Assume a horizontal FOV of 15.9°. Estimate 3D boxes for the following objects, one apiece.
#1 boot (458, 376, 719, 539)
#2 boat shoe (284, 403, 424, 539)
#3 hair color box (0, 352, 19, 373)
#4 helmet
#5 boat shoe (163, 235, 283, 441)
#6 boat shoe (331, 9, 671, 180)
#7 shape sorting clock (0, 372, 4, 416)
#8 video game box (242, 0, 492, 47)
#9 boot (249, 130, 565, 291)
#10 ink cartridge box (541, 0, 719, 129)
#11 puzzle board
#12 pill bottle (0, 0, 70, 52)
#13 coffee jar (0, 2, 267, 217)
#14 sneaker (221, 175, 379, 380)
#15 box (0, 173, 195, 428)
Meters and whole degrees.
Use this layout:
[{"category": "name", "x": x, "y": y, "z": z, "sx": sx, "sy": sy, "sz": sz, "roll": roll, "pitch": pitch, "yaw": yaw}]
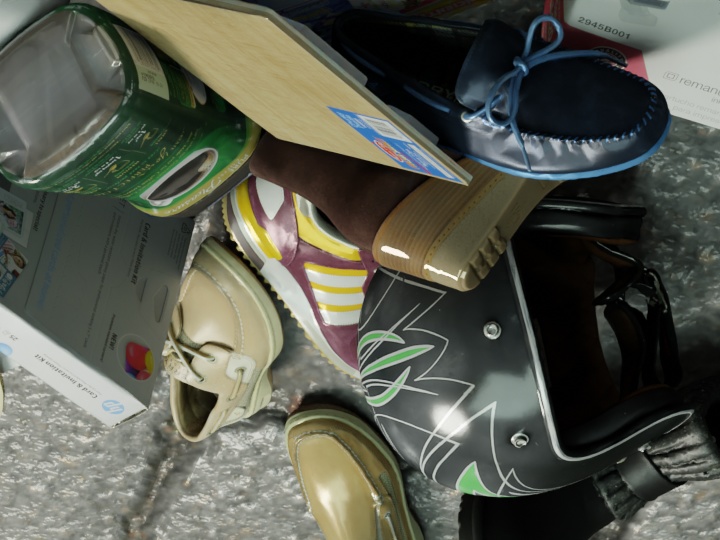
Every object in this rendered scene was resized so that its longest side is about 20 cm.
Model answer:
[{"category": "boot", "x": 0.162, "y": 0.139, "z": 1.669, "sx": 0.157, "sy": 0.211, "sz": 0.080, "roll": -12, "pitch": 110, "yaw": 29}, {"category": "boat shoe", "x": -0.001, "y": 0.178, "z": 1.837, "sx": 0.071, "sy": 0.076, "sz": 0.200, "roll": -11, "pitch": 135, "yaw": 22}, {"category": "hair color box", "x": -0.301, "y": 0.030, "z": 1.736, "sx": 0.199, "sy": 0.064, "sz": 0.111, "roll": -23, "pitch": 129, "yaw": 30}, {"category": "helmet", "x": 0.090, "y": 0.046, "z": 1.563, "sx": 0.190, "sy": 0.201, "sz": 0.200, "roll": -9, "pitch": 147, "yaw": -27}, {"category": "boat shoe", "x": -0.097, "y": 0.051, "z": 1.688, "sx": 0.072, "sy": 0.065, "sz": 0.200, "roll": 45, "pitch": 157, "yaw": 20}, {"category": "boat shoe", "x": 0.068, "y": -0.097, "z": 1.394, "sx": 0.199, "sy": 0.084, "sz": 0.069, "roll": 7, "pitch": 146, "yaw": 24}, {"category": "shape sorting clock", "x": -0.337, "y": 0.075, "z": 1.718, "sx": 0.199, "sy": 0.039, "sz": 0.201, "roll": 6, "pitch": 139, "yaw": 5}, {"category": "video game box", "x": -0.019, "y": -0.183, "z": 1.398, "sx": 0.199, "sy": 0.047, "sz": 0.182, "roll": -18, "pitch": 149, "yaw": 18}, {"category": "boot", "x": 0.050, "y": -0.095, "z": 1.501, "sx": 0.166, "sy": 0.200, "sz": 0.072, "roll": 32, "pitch": 163, "yaw": 28}, {"category": "ink cartridge box", "x": 0.197, "y": -0.178, "z": 1.390, "sx": 0.145, "sy": 0.085, "sz": 0.200, "roll": 16, "pitch": 137, "yaw": -7}, {"category": "puzzle board", "x": -0.044, "y": -0.107, "z": 1.385, "sx": 0.150, "sy": 0.017, "sz": 0.200, "roll": 16, "pitch": 167, "yaw": 40}, {"category": "pill bottle", "x": -0.227, "y": -0.161, "z": 1.463, "sx": 0.119, "sy": 0.120, "sz": 0.200, "roll": 22, "pitch": 138, "yaw": -14}, {"category": "coffee jar", "x": -0.131, "y": -0.088, "z": 1.485, "sx": 0.104, "sy": 0.086, "sz": 0.200, "roll": -37, "pitch": 162, "yaw": 16}, {"category": "sneaker", "x": 0.000, "y": 0.000, "z": 1.636, "sx": 0.090, "sy": 0.075, "sz": 0.200, "roll": -16, "pitch": 134, "yaw": 34}, {"category": "box", "x": -0.199, "y": -0.020, "z": 1.590, "sx": 0.200, "sy": 0.156, "sz": 0.041, "roll": 36, "pitch": 135, "yaw": -29}]
